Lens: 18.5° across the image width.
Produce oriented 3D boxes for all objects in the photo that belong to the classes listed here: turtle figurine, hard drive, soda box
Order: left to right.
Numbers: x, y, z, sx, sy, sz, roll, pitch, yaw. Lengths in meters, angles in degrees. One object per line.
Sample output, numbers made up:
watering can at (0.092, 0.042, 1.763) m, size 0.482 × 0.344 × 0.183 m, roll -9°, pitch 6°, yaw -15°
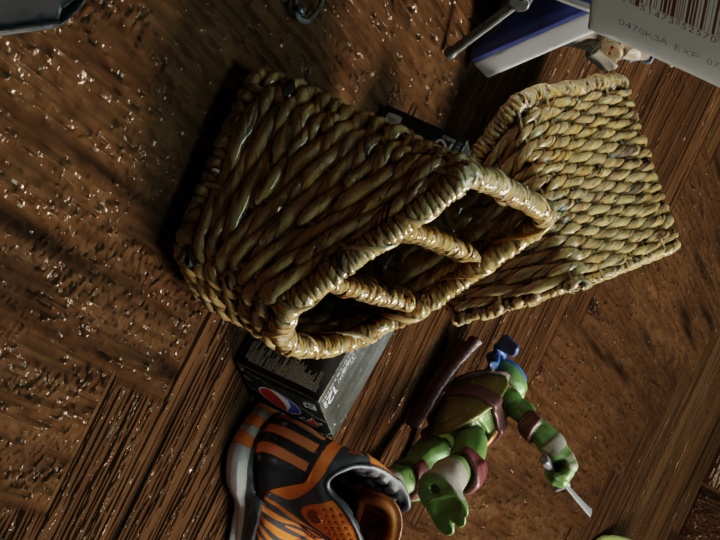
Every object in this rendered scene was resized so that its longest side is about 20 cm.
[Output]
soda box at (0.000, 0.000, 1.406) m, size 0.201 × 0.063 × 0.071 m, roll -59°, pitch 161°, yaw -17°
turtle figurine at (0.092, 0.169, 1.751) m, size 0.194 × 0.143 × 0.201 m, roll -35°, pitch 141°, yaw -51°
hard drive at (0.169, -0.205, 1.482) m, size 0.200 × 0.025 × 0.132 m, roll -18°, pitch -149°, yaw 54°

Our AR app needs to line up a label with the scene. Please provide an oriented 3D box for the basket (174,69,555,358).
basket at (0.003, -0.010, 1.244) m, size 0.143 × 0.148 × 0.200 m, roll -66°, pitch 163°, yaw 1°

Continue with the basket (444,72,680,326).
basket at (0.125, -0.053, 1.633) m, size 0.200 × 0.142 × 0.150 m, roll -19°, pitch 91°, yaw -58°

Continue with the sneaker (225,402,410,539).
sneaker at (-0.026, 0.173, 1.470) m, size 0.078 × 0.112 × 0.200 m, roll -56°, pitch 160°, yaw -25°

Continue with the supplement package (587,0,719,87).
supplement package at (0.234, -0.219, 1.304) m, size 0.200 × 0.116 × 0.118 m, roll -52°, pitch 158°, yaw -31°

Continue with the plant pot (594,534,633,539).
plant pot at (0.326, 0.462, 2.729) m, size 0.185 × 0.200 × 0.200 m, roll -59°, pitch 164°, yaw 18°

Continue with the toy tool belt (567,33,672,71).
toy tool belt at (0.231, -0.230, 1.666) m, size 0.200 × 0.122 × 0.125 m, roll -52°, pitch 157°, yaw -38°

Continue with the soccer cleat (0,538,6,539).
soccer cleat at (-0.203, 0.174, 1.078) m, size 0.200 × 0.069 × 0.087 m, roll 12°, pitch 86°, yaw -74°

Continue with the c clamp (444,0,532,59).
c clamp at (0.148, -0.235, 1.494) m, size 0.170 × 0.027 × 0.200 m, roll -27°, pitch -161°, yaw 40°

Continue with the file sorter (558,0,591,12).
file sorter at (0.127, -0.270, 1.327) m, size 0.139 × 0.124 × 0.200 m, roll -58°, pitch 161°, yaw -21°

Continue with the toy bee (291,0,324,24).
toy bee at (0.026, -0.205, 1.155) m, size 0.131 × 0.108 × 0.200 m, roll -62°, pitch 161°, yaw -17°

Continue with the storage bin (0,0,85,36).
storage bin at (-0.137, -0.188, 0.746) m, size 0.135 × 0.093 × 0.201 m, roll -23°, pitch 135°, yaw -64°
